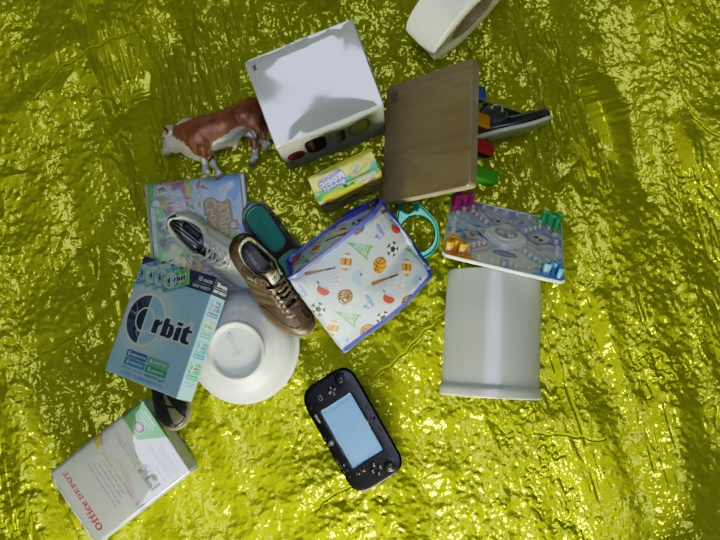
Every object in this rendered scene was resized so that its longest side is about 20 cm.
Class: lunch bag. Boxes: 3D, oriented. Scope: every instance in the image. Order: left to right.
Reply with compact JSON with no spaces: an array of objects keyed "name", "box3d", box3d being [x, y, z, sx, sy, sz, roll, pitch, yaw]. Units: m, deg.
[{"name":"lunch bag","box3d":[0.000,0.000,1.540,0.198,0.124,0.171,-36,111,6]}]

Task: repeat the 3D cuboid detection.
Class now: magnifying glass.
[{"name":"magnifying glass","box3d":[0.080,-0.117,1.615,0.078,0.022,0.204,-18,85,1]}]

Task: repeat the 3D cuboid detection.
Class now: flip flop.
[{"name":"flip flop","box3d":[-0.319,0.174,1.586,0.080,0.058,0.204,-19,66,10]}]

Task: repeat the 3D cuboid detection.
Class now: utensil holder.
[{"name":"utensil holder","box3d":[0.214,0.105,1.524,0.166,0.170,0.205,2,84,2]}]

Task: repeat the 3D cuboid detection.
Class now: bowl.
[{"name":"bowl","box3d":[-0.202,0.130,1.567,0.196,0.090,0.206,0,92,1]}]

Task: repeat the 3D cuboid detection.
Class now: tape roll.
[{"name":"tape roll","box3d":[0.168,-0.448,1.544,0.202,0.202,0.071,-45,85,-1]}]

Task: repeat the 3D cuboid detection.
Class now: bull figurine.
[{"name":"bull figurine","box3d":[-0.249,-0.227,1.609,0.197,0.065,0.123,-24,79,-1]}]

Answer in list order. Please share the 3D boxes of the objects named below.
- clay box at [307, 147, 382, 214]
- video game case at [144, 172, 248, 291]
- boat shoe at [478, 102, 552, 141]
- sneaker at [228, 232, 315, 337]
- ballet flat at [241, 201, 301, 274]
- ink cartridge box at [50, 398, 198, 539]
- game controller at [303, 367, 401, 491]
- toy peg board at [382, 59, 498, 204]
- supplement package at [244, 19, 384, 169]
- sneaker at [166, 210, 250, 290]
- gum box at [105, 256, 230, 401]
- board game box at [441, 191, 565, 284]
[{"name":"clay box","box3d":[-0.023,-0.146,1.531,0.113,0.200,0.048,-26,85,0]},{"name":"video game case","box3d":[-0.279,-0.059,1.625,0.177,0.022,0.205,-6,86,2]},{"name":"boat shoe","box3d":[0.229,-0.257,1.593,0.195,0.072,0.069,-9,86,5]},{"name":"sneaker","box3d":[-0.145,0.027,1.514,0.070,0.075,0.201,-41,93,-15]},{"name":"ballet flat","box3d":[-0.137,-0.034,1.591,0.073,0.074,0.203,-28,108,0]},{"name":"ink cartridge box","box3d":[-0.396,0.336,1.572,0.199,0.088,0.146,-37,85,-3]},{"name":"game controller","box3d":[-0.014,0.271,1.584,0.103,0.042,0.202,-31,85,0]},{"name":"toy peg board","box3d":[0.139,-0.215,1.539,0.096,0.198,0.204,10,79,-41]},{"name":"supplement package","box3d":[-0.068,-0.283,1.542,0.188,0.200,0.150,-21,85,1]},{"name":"sneaker","box3d":[-0.246,-0.028,1.569,0.198,0.071,0.074,32,106,8]},{"name":"gum box","box3d":[-0.320,0.094,1.543,0.167,0.044,0.204,13,82,31]},{"name":"board game box","box3d":[0.238,-0.062,1.527,0.195,0.201,0.026,13,123,3]}]
